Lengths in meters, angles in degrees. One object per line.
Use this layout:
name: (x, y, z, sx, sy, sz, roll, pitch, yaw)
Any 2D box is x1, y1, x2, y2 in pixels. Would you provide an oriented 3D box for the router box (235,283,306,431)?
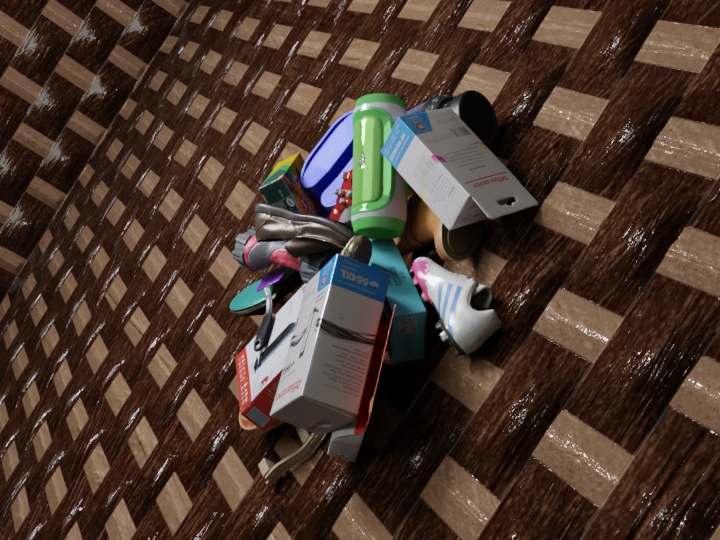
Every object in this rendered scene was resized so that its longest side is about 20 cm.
router box: (-0.113, 0.126, 1.543, 0.180, 0.049, 0.200, -47, 20, 8)

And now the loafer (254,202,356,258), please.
loafer: (-0.081, -0.051, 1.556, 0.198, 0.073, 0.072, 15, 92, 30)

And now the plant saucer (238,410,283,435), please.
plant saucer: (-0.115, 0.174, 1.581, 0.200, 0.032, 0.201, -41, 22, 20)

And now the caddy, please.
caddy: (-0.005, -0.169, 1.699, 0.201, 0.105, 0.141, -51, 51, 5)

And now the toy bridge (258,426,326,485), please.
toy bridge: (-0.081, 0.242, 1.500, 0.201, 0.027, 0.067, -53, 30, 6)

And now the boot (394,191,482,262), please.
boot: (0.101, -0.057, 1.470, 0.154, 0.074, 0.201, -34, 27, 36)

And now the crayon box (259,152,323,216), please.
crayon box: (-0.108, -0.125, 1.739, 0.050, 0.128, 0.200, -24, 16, 14)

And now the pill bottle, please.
pill bottle: (0.110, -0.201, 1.543, 0.199, 0.111, 0.113, -20, 47, 48)

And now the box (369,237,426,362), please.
box: (0.045, 0.038, 1.441, 0.201, 0.048, 0.083, -111, 18, -55)

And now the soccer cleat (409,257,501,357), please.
soccer cleat: (0.131, 0.035, 1.350, 0.086, 0.070, 0.201, -35, 36, 8)

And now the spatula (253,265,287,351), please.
spatula: (-0.150, 0.058, 1.626, 0.056, 0.021, 0.201, -25, 36, 24)

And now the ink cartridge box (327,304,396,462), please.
ink cartridge box: (-0.001, 0.150, 1.342, 0.201, 0.049, 0.163, 99, -176, -64)

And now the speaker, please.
speaker: (0.028, -0.152, 1.479, 0.088, 0.088, 0.203, -14, 71, 51)

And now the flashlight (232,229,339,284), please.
flashlight: (-0.123, -0.016, 1.628, 0.199, 0.068, 0.069, 19, 121, 41)

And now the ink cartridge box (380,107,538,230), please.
ink cartridge box: (0.135, -0.128, 1.377, 0.200, 0.114, 0.068, 51, 133, 23)

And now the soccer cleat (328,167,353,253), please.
soccer cleat: (-0.006, -0.094, 1.605, 0.201, 0.084, 0.069, -62, 30, 32)

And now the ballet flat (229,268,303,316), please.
ballet flat: (-0.133, 0.033, 1.726, 0.199, 0.068, 0.068, -34, 32, 20)

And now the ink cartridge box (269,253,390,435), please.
ink cartridge box: (-0.041, 0.101, 1.336, 0.146, 0.083, 0.202, 139, 149, -62)

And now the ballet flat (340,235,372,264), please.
ballet flat: (-0.020, 0.005, 1.456, 0.067, 0.046, 0.201, -47, -15, -22)
